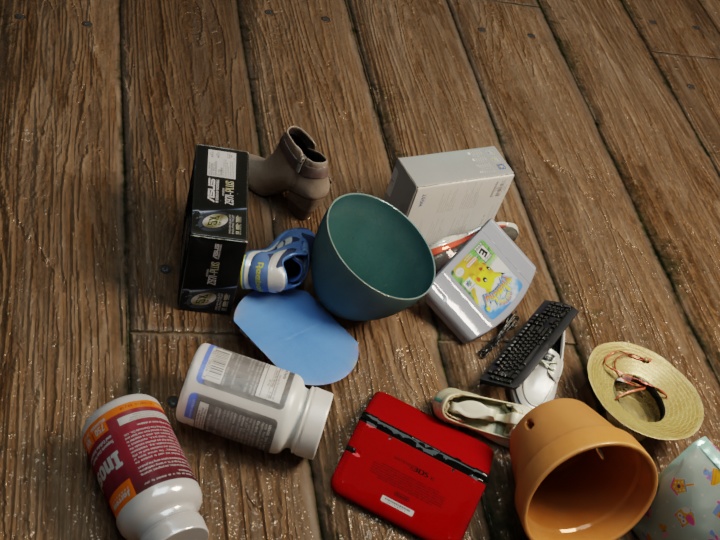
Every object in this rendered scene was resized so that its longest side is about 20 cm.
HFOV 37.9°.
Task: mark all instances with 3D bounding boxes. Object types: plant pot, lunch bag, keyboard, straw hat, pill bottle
[{"bbox_3d":[0.296,0.275,1.472,0.197,0.202,0.141,2,31,-17],"label":"plant pot"},{"bbox_3d":[0.486,0.346,1.452,0.121,0.201,0.171,-14,52,-29],"label":"lunch bag"},{"bbox_3d":[0.251,0.113,1.668,0.126,0.021,0.200,3,39,47],"label":"keyboard"},{"bbox_3d":[0.429,0.213,1.641,0.198,0.086,0.202,11,39,-9],"label":"straw hat"},{"bbox_3d":[0.000,0.000,1.640,0.198,0.135,0.202,23,43,-22],"label":"plant pot"},{"bbox_3d":[-0.269,0.266,1.323,0.112,0.114,0.201,-14,53,-30],"label":"pill bottle"},{"bbox_3d":[-0.144,0.184,1.445,0.197,0.114,0.115,19,44,-1],"label":"pill bottle"}]

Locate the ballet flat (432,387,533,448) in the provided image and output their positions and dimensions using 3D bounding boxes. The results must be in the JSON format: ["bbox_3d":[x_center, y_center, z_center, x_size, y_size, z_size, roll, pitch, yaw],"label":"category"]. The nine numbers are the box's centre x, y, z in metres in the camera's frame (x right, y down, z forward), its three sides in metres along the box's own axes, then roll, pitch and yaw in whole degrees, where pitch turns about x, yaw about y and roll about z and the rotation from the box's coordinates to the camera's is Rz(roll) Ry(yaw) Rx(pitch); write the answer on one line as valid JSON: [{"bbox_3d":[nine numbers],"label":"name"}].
[{"bbox_3d":[0.204,0.221,1.561,0.197,0.070,0.070,14,45,-4],"label":"ballet flat"}]

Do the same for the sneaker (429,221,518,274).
[{"bbox_3d":[0.197,-0.025,1.809,0.198,0.077,0.083,-17,78,-28],"label":"sneaker"}]

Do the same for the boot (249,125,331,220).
[{"bbox_3d":[-0.128,-0.183,1.774,0.199,0.147,0.070,38,49,18],"label":"boot"}]

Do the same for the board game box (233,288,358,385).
[{"bbox_3d":[-0.100,0.108,1.587,0.200,0.039,0.157,44,40,21],"label":"board game box"}]

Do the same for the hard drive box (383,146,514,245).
[{"bbox_3d":[0.144,-0.123,1.808,0.198,0.157,0.077,-10,51,-28],"label":"hard drive box"}]

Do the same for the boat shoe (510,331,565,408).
[{"bbox_3d":[0.284,0.147,1.664,0.073,0.067,0.201,19,45,-1],"label":"boat shoe"}]

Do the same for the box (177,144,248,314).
[{"bbox_3d":[-0.227,-0.064,1.615,0.085,0.165,0.202,7,47,-13],"label":"box"}]

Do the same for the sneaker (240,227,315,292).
[{"bbox_3d":[-0.109,-0.011,1.640,0.081,0.075,0.200,9,23,24],"label":"sneaker"}]

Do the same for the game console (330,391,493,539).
[{"bbox_3d":[0.077,0.282,1.498,0.198,0.119,0.174,26,76,6],"label":"game console"}]

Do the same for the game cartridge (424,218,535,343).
[{"bbox_3d":[0.202,0.021,1.731,0.134,0.040,0.200,48,60,-5],"label":"game cartridge"}]
